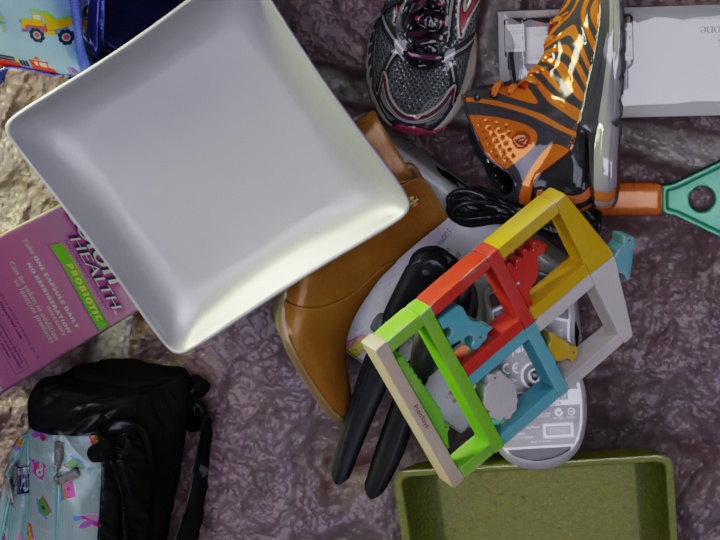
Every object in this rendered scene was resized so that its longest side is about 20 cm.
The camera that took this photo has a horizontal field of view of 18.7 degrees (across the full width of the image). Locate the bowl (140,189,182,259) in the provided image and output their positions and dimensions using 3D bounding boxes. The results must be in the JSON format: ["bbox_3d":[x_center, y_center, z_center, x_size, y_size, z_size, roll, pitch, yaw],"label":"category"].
[{"bbox_3d":[-0.133,-0.065,1.582,0.094,0.201,0.201,-32,93,-15],"label":"bowl"}]

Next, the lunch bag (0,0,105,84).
[{"bbox_3d":[-0.244,-0.211,1.421,0.150,0.094,0.200,9,117,16],"label":"lunch bag"}]

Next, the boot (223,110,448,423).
[{"bbox_3d":[0.000,-0.001,1.526,0.144,0.071,0.201,-26,115,0],"label":"boot"}]

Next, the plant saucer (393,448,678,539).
[{"bbox_3d":[0.134,0.205,1.607,0.199,0.048,0.200,-4,124,7],"label":"plant saucer"}]

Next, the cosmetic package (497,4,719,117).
[{"bbox_3d":[0.200,-0.151,1.580,0.199,0.051,0.083,-2,98,7],"label":"cosmetic package"}]

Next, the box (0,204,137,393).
[{"bbox_3d":[-0.276,0.045,1.561,0.176,0.200,0.097,-29,94,34],"label":"box"}]

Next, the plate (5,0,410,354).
[{"bbox_3d":[-0.099,-0.072,1.443,0.200,0.032,0.200,-32,105,15],"label":"plate"}]

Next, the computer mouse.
[{"bbox_3d":[0.118,0.039,1.536,0.109,0.044,0.201,-2,92,2],"label":"computer mouse"}]

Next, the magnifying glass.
[{"bbox_3d":[0.243,-0.053,1.603,0.199,0.022,0.080,0,98,8],"label":"magnifying glass"}]

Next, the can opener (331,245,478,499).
[{"bbox_3d":[0.025,0.072,1.518,0.063,0.079,0.200,32,119,11],"label":"can opener"}]

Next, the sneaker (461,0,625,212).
[{"bbox_3d":[0.126,-0.139,1.509,0.112,0.078,0.201,2,71,9],"label":"sneaker"}]

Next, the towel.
[{"bbox_3d":[-0.125,-0.148,1.548,0.147,0.200,0.050,27,112,4],"label":"towel"}]

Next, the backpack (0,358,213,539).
[{"bbox_3d":[-0.198,0.173,1.630,0.126,0.167,0.201,13,103,25],"label":"backpack"}]

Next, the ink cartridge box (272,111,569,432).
[{"bbox_3d":[0.039,0.001,1.602,0.200,0.083,0.146,36,100,1],"label":"ink cartridge box"}]

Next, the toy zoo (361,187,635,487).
[{"bbox_3d":[0.106,0.036,1.462,0.200,0.020,0.131,-40,123,-14],"label":"toy zoo"}]

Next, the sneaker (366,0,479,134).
[{"bbox_3d":[0.048,-0.197,1.557,0.080,0.075,0.201,9,87,5],"label":"sneaker"}]
